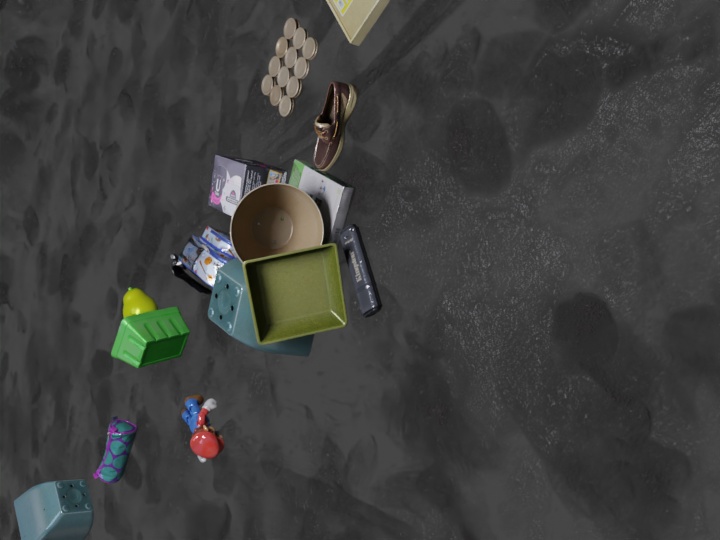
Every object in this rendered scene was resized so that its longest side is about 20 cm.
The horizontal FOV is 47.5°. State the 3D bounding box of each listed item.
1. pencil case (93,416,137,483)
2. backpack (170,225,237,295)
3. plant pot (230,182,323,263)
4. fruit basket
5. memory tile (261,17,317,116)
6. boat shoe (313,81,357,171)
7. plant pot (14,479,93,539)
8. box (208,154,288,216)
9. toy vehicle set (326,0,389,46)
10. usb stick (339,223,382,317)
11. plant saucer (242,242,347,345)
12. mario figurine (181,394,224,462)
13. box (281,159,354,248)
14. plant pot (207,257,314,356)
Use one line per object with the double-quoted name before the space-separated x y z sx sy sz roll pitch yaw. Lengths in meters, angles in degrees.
"pencil case" -0.751 0.553 2.508 0.085 0.092 0.201 40 118 42
"backpack" -0.325 -0.005 1.983 0.190 0.199 0.155 43 105 40
"plant pot" -0.188 -0.091 1.786 0.134 0.199 0.202 -152 68 -77
"fruit basket" -0.599 0.153 2.266 0.216 0.215 0.156 46 121 40
"memory tile" -0.169 -0.482 1.940 0.153 0.017 0.201 50 125 38
"boat shoe" -0.072 -0.314 1.777 0.072 0.072 0.201 43 120 41
"plant pot" -0.989 0.792 2.698 0.200 0.195 0.197 -43 57 27
"box" -0.273 -0.194 1.949 0.200 0.114 0.133 26 108 57
"toy vehicle set" -0.018 -0.600 1.761 0.124 0.026 0.201 -48 55 36
"usb stick" 0.000 0.000 1.712 0.055 0.032 0.201 -36 62 43
"plant saucer" -0.138 0.043 1.726 0.048 0.198 0.201 -120 20 -63
"mario figurine" -0.403 0.418 2.145 0.200 0.105 0.124 50 161 50
"box" -0.100 -0.151 1.833 0.200 0.036 0.145 33 113 43
"plant pot" -0.225 0.073 1.842 0.195 0.199 0.198 29 110 45
